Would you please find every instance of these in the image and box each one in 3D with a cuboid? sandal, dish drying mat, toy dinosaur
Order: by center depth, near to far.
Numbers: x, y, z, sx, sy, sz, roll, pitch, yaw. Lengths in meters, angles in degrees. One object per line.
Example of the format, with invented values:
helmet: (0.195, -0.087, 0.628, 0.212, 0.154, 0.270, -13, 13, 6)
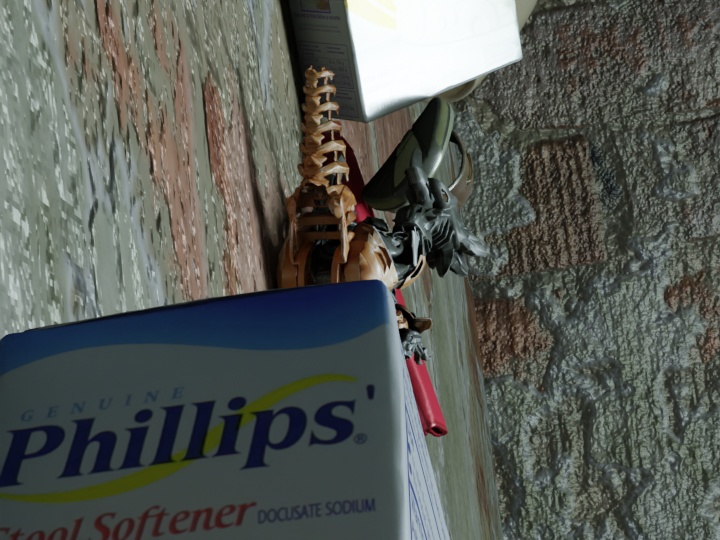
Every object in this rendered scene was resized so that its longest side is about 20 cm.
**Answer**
toy dinosaur: (0.000, 0.000, 0.870, 0.136, 0.101, 0.202, -50, 156, -59)
dish drying mat: (0.014, 0.010, 1.089, 0.077, 0.018, 0.202, 49, 22, -77)
sandal: (0.047, -0.062, 1.097, 0.057, 0.080, 0.201, 38, 4, 3)

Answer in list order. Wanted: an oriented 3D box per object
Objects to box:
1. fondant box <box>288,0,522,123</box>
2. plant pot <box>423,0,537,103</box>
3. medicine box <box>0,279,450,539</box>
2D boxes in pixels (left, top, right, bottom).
fondant box: (0.021, -0.209, 1.053, 0.058, 0.144, 0.202, 12, -60, 48)
plant pot: (0.090, -0.270, 1.700, 0.188, 0.185, 0.201, 76, 23, -45)
medicine box: (-0.023, 0.139, 0.407, 0.183, 0.102, 0.201, 75, 9, -47)
